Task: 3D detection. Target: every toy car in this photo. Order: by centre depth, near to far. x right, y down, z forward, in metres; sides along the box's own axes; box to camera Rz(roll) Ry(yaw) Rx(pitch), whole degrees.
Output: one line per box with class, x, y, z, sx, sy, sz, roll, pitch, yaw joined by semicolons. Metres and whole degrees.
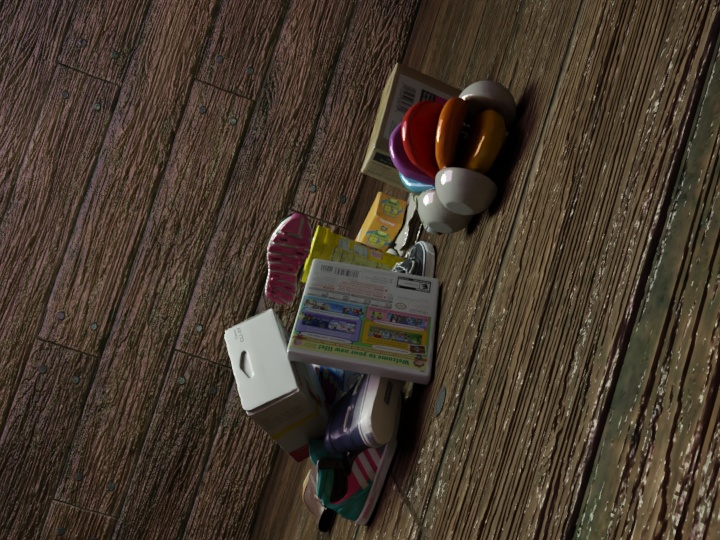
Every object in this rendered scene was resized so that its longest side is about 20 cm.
toy car;0.113;-0.161;0.907;0.200;0.147;0.178;129;158;-73

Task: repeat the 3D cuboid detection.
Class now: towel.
towel;0.113;-0.129;1.352;0.133;0.034;0.203;-110;39;-79

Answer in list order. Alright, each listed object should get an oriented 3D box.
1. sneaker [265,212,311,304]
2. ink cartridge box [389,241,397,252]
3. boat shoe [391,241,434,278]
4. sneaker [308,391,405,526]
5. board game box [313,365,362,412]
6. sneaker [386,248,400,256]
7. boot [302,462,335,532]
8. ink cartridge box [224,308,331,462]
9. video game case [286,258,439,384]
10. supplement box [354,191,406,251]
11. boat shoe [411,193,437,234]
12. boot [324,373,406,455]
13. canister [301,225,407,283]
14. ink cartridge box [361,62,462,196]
sneaker;-0.127;-0.035;1.176;0.088;0.072;0.202;-87;11;-45
ink cartridge box;0.051;-0.030;1.597;0.200;0.041;0.121;-111;40;-76
boat shoe;0.078;0.014;1.088;0.202;0.067;0.072;-79;10;-49
sneaker;-0.015;0.258;0.972;0.084;0.119;0.204;-158;87;-83
board game box;-0.060;0.221;1.128;0.199;0.040;0.204;28;117;59
sneaker;0.040;0.032;1.430;0.200;0.075;0.093;-52;11;51
boot;-0.055;0.388;1.312;0.203;0.071;0.166;-70;18;2
ink cartridge box;-0.113;0.175;0.991;0.201;0.082;0.147;65;180;-54
video game case;0.010;0.067;0.950;0.022;0.196;0.184;96;-175;-46
supplement box;0.035;-0.079;1.438;0.201;0.065;0.070;117;169;-53
boat shoe;0.119;-0.136;1.184;0.202;0.061;0.073;-82;12;-53
boot;0.009;0.166;0.942;0.089;0.073;0.201;-22;26;32
canister;0.000;0.000;1.215;0.149;0.197;0.088;-90;20;-72
ink cartridge box;0.104;-0.227;1.112;0.075;0.162;0.203;123;164;-57
